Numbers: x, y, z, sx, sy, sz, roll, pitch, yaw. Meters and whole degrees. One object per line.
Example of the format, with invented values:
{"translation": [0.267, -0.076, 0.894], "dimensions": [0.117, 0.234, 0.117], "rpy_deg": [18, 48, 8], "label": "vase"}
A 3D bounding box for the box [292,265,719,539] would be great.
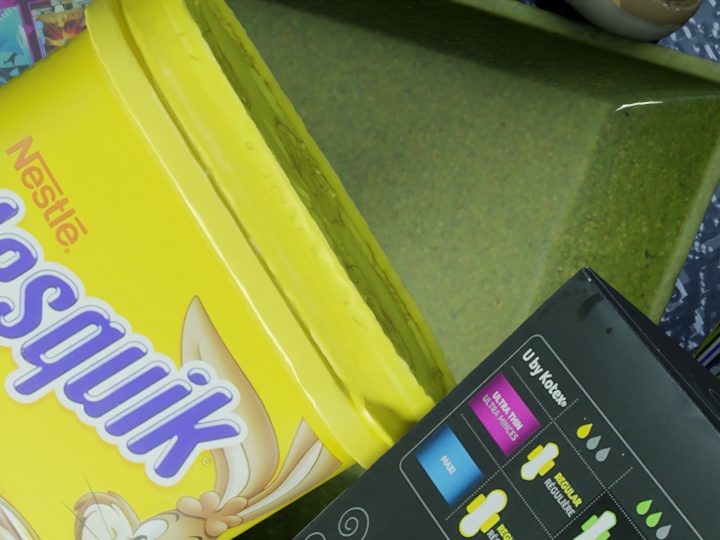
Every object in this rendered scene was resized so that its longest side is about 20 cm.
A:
{"translation": [0.051, 0.128, 0.698], "dimensions": [0.200, 0.148, 0.124], "rpy_deg": [-43, 52, 7], "label": "box"}

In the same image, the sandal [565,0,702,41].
{"translation": [0.033, -0.123, 0.837], "dimensions": [0.080, 0.054, 0.200], "rpy_deg": [1, 36, -41], "label": "sandal"}

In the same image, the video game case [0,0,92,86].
{"translation": [-0.122, -0.106, 0.837], "dimensions": [0.199, 0.036, 0.182], "rpy_deg": [-13, 76, -18], "label": "video game case"}

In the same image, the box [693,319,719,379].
{"translation": [0.104, 0.111, 0.851], "dimensions": [0.200, 0.064, 0.070], "rpy_deg": [-52, 127, -21], "label": "box"}

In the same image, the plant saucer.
{"translation": [0.000, 0.000, 0.825], "dimensions": [0.199, 0.048, 0.201], "rpy_deg": [14, 106, -26], "label": "plant saucer"}

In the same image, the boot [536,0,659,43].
{"translation": [0.070, -0.176, 0.901], "dimensions": [0.067, 0.131, 0.201], "rpy_deg": [-26, 81, -12], "label": "boot"}

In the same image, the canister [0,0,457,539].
{"translation": [-0.094, 0.029, 0.721], "dimensions": [0.199, 0.087, 0.149], "rpy_deg": [-32, 94, 8], "label": "canister"}
